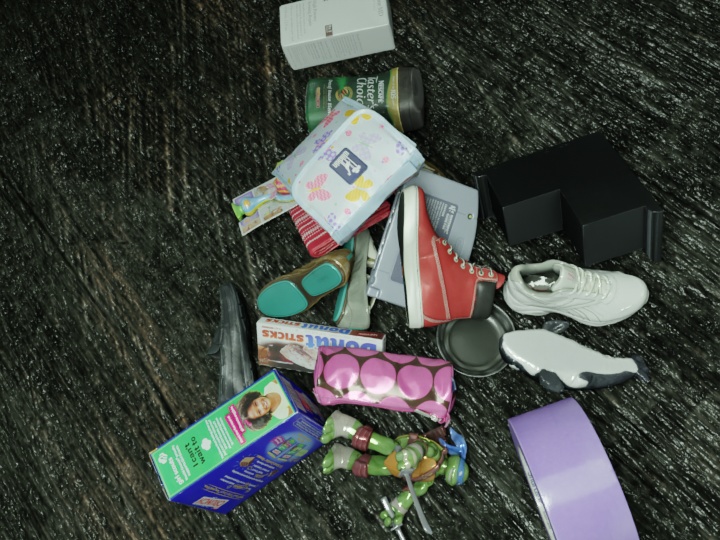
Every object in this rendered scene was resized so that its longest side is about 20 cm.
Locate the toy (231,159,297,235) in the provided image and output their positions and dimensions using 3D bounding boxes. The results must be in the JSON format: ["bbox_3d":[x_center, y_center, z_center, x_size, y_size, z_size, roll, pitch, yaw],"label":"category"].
[{"bbox_3d":[-0.127,-0.147,1.113,0.199,0.047,0.116,-31,40,4],"label":"toy"}]

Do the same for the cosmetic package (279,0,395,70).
[{"bbox_3d":[-0.042,-0.443,1.219,0.198,0.074,0.103,-11,67,10],"label":"cosmetic package"}]

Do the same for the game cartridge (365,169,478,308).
[{"bbox_3d":[0.098,-0.039,0.996,0.132,0.041,0.202,19,90,-7],"label":"game cartridge"}]

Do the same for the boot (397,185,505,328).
[{"bbox_3d":[0.127,-0.025,0.941,0.143,0.072,0.202,-8,102,0],"label":"boot"}]

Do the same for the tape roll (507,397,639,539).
[{"bbox_3d":[0.250,0.261,0.797,0.084,0.200,0.202,-21,65,5],"label":"tape roll"}]

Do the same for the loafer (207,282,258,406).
[{"bbox_3d":[-0.203,0.116,1.035,0.070,0.068,0.202,-12,70,-1],"label":"loafer"}]

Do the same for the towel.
[{"bbox_3d":[-0.043,-0.110,1.074,0.144,0.023,0.200,-31,40,1],"label":"towel"}]

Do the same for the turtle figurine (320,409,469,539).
[{"bbox_3d":[0.033,0.275,0.875,0.192,0.144,0.201,14,69,21],"label":"turtle figurine"}]

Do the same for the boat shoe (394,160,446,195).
[{"bbox_3d":[0.088,-0.140,1.069,0.074,0.066,0.201,-37,74,0],"label":"boat shoe"}]

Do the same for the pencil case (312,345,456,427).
[{"bbox_3d":[0.032,0.158,0.922,0.198,0.091,0.094,6,56,6],"label":"pencil case"}]

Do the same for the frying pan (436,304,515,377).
[{"bbox_3d":[0.203,0.091,0.969,0.188,0.031,0.116,-11,68,-2],"label":"frying pan"}]

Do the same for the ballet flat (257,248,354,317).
[{"bbox_3d":[-0.079,0.015,1.030,0.068,0.199,0.072,52,42,-8],"label":"ballet flat"}]

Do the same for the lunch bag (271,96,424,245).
[{"bbox_3d":[-0.017,-0.141,0.951,0.170,0.127,0.200,-44,36,3],"label":"lunch bag"}]

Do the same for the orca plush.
[{"bbox_3d":[0.283,0.128,0.921,0.198,0.071,0.106,-2,57,-7],"label":"orca plush"}]

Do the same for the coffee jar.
[{"bbox_3d":[0.010,-0.280,1.134,0.198,0.085,0.105,-5,68,11],"label":"coffee jar"}]

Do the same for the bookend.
[{"bbox_3d":[0.284,-0.080,0.944,0.197,0.093,0.201,-18,42,4],"label":"bookend"}]

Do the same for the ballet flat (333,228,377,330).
[{"bbox_3d":[0.000,0.000,1.044,0.063,0.067,0.202,13,64,-12],"label":"ballet flat"}]

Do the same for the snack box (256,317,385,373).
[{"bbox_3d":[-0.060,0.118,1.003,0.198,0.024,0.073,6,110,16],"label":"snack box"}]

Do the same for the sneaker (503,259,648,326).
[{"bbox_3d":[0.299,0.026,0.934,0.198,0.099,0.079,0,69,13],"label":"sneaker"}]

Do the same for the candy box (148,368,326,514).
[{"bbox_3d":[-0.155,0.240,0.919,0.199,0.169,0.077,-35,62,-2],"label":"candy box"}]
